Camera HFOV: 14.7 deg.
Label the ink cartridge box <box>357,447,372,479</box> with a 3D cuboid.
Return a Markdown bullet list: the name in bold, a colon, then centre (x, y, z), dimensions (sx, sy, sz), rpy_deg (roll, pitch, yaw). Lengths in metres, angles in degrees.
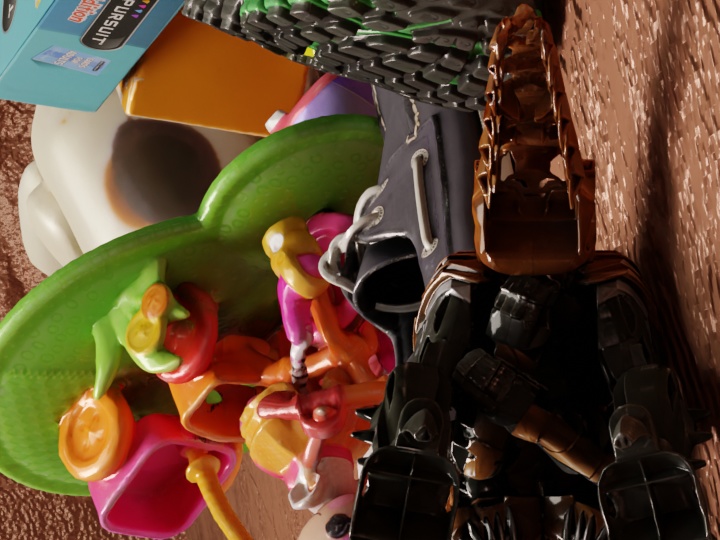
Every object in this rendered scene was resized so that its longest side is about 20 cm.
- **ink cartridge box**: centre (0.033, 0.100, 0.952), dimensions (0.163, 0.057, 0.200), rpy_deg (-107, 6, -47)

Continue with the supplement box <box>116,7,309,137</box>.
- **supplement box**: centre (-0.065, -0.147, 1.171), dimensions (0.200, 0.073, 0.126), rpy_deg (-118, 38, -67)

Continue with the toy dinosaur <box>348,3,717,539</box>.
- **toy dinosaur**: centre (0.039, 0.033, 0.699), dimensions (0.136, 0.102, 0.200), rpy_deg (-81, -32, -55)

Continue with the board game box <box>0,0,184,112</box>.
- **board game box**: centre (-0.086, -0.166, 1.034), dimensions (0.200, 0.047, 0.151), rpy_deg (140, 134, -61)

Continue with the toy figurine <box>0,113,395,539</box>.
- **toy figurine**: centre (-0.020, 0.079, 0.939), dimensions (0.200, 0.150, 0.184), rpy_deg (-47, 51, 25)

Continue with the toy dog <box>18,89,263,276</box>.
- **toy dog**: centre (-0.063, -0.010, 1.248), dimensions (0.194, 0.139, 0.200), rpy_deg (83, 162, -47)

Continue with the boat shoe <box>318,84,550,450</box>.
- **boat shoe**: centre (0.018, -0.010, 0.868), dimensions (0.200, 0.063, 0.073), rpy_deg (-105, 7, -45)

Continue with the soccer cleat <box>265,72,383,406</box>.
- **soccer cleat**: centre (0.000, 0.000, 1.078), dimensions (0.076, 0.067, 0.200), rpy_deg (42, 147, 24)

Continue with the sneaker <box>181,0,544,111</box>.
- **sneaker**: centre (0.002, -0.101, 0.843), dimensions (0.200, 0.078, 0.085), rpy_deg (27, 97, 66)
